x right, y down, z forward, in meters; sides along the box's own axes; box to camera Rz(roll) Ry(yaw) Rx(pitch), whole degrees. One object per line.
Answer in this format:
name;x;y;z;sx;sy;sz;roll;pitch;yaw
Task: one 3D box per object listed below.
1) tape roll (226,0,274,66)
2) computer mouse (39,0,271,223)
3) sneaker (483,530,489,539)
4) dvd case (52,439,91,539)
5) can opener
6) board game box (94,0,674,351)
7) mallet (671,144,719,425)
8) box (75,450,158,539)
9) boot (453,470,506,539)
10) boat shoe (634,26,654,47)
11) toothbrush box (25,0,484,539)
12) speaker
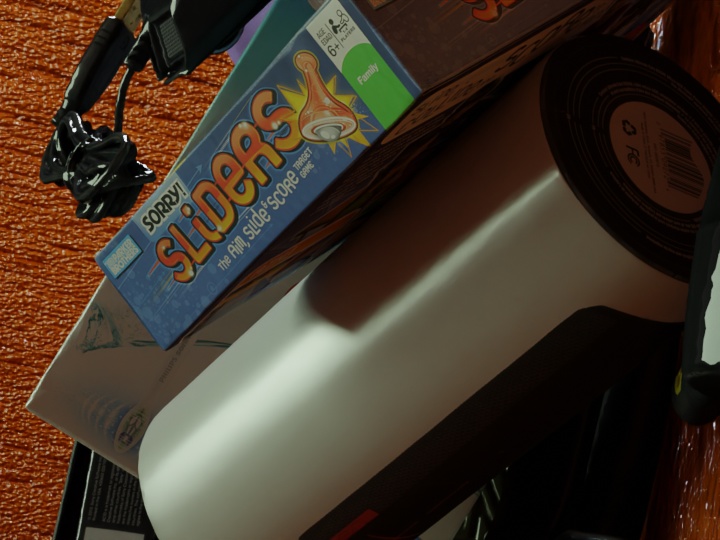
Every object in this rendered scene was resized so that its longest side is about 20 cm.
tape roll;0.035;-0.134;1.161;0.066;0.200;0.200;59;173;6
computer mouse;-0.054;-0.105;1.065;0.200;0.046;0.140;-65;16;-4
sneaker;0.014;0.168;0.963;0.076;0.092;0.200;-82;6;-69
dvd case;-0.109;0.102;1.260;0.143;0.018;0.200;90;-170;-65
can opener;0.065;0.068;0.867;0.063;0.079;0.200;48;-132;-42
board game box;0.031;-0.061;0.813;0.200;0.034;0.135;-32;-8;-45
mallet;0.092;0.002;0.683;0.200;0.041;0.066;71;-149;-85
box;-0.087;0.112;1.213;0.200;0.036;0.143;83;-165;-70
boot;0.047;0.079;1.187;0.200;0.066;0.175;81;-177;-67
boat shoe;0.076;-0.050;1.133;0.067;0.057;0.200;-47;-3;35
toothbrush box;0.000;0.000;1.000;0.200;0.146;0.085;-57;0;-1
speaker;0.021;0.021;0.824;0.200;0.081;0.081;-42;25;39
